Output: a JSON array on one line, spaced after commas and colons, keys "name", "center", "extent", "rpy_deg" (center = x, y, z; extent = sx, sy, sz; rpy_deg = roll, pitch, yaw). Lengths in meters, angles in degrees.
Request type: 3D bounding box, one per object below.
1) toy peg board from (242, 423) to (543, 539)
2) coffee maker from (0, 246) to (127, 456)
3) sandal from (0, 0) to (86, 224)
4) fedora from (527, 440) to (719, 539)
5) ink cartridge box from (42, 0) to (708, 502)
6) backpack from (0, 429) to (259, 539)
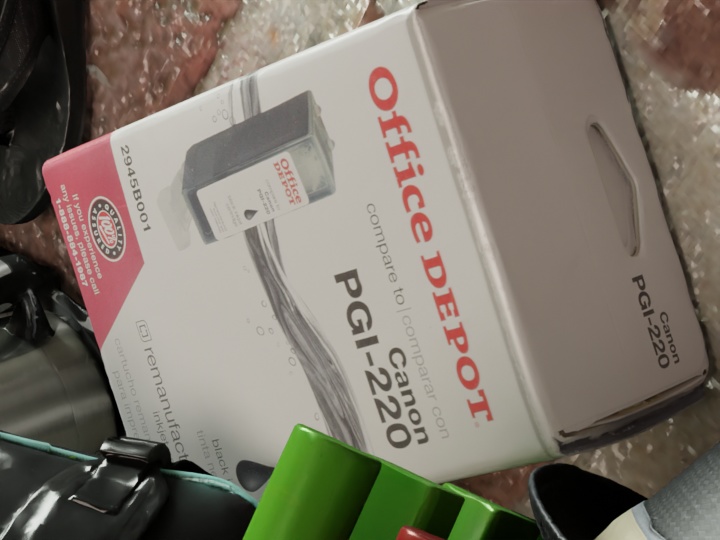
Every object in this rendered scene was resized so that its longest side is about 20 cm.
[{"name": "toy peg board", "center": [0.055, 0.126, 0.647], "extent": [0.199, 0.200, 0.098], "rpy_deg": [23, 88, 34]}, {"name": "coffee maker", "center": [-0.220, 0.067, 0.954], "extent": [0.192, 0.200, 0.135], "rpy_deg": [5, 106, 44]}, {"name": "sandal", "center": [-0.141, -0.111, 0.927], "extent": [0.075, 0.048, 0.201], "rpy_deg": [29, 122, 35]}, {"name": "fedora", "center": [0.139, 0.087, 0.651], "extent": [0.201, 0.201, 0.092], "rpy_deg": [40, 97, 29]}, {"name": "ink cartridge box", "center": [0.000, 0.000, 0.799], "extent": [0.200, 0.085, 0.146], "rpy_deg": [-18, 90, 45]}, {"name": "backpack", "center": [-0.127, 0.162, 0.785], "extent": [0.176, 0.200, 0.153], "rpy_deg": [15, 146, 8]}]
